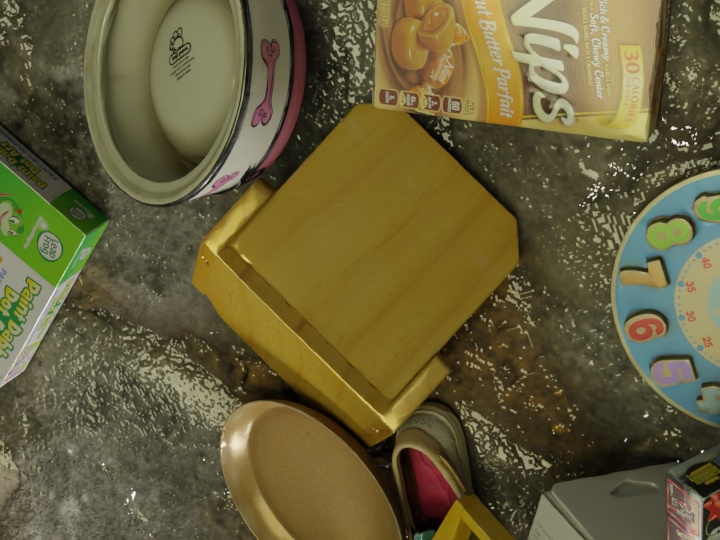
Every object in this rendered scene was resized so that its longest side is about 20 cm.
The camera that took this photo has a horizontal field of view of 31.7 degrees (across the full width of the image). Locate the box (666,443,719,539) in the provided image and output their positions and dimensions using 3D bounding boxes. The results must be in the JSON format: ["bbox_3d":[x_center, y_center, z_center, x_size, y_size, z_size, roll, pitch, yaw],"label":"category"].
[{"bbox_3d":[0.277,0.201,0.886,0.040,0.135,0.203,39,144,53],"label":"box"}]

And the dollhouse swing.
[{"bbox_3d":[0.000,0.000,0.996,0.200,0.176,0.182,43,162,1],"label":"dollhouse swing"}]

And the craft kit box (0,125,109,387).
[{"bbox_3d":[-0.344,-0.031,1.129,0.197,0.049,0.201,38,121,2],"label":"craft kit box"}]

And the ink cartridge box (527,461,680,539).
[{"bbox_3d":[0.187,0.257,0.948,0.086,0.144,0.203,48,133,48],"label":"ink cartridge box"}]

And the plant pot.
[{"bbox_3d":[-0.037,0.190,1.065,0.198,0.027,0.203,24,132,30],"label":"plant pot"}]

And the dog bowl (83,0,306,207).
[{"bbox_3d":[-0.119,-0.147,0.925,0.198,0.073,0.204,1,91,46],"label":"dog bowl"}]

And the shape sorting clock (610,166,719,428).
[{"bbox_3d":[0.271,0.025,0.885,0.197,0.039,0.203,9,113,20],"label":"shape sorting clock"}]

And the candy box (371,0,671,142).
[{"bbox_3d":[0.109,-0.162,0.869,0.197,0.055,0.117,10,114,20],"label":"candy box"}]

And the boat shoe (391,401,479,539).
[{"bbox_3d":[0.067,0.211,1.032,0.073,0.069,0.203,-13,105,27],"label":"boat shoe"}]

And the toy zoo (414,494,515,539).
[{"bbox_3d":[0.099,0.259,0.925,0.200,0.020,0.133,45,131,40],"label":"toy zoo"}]
